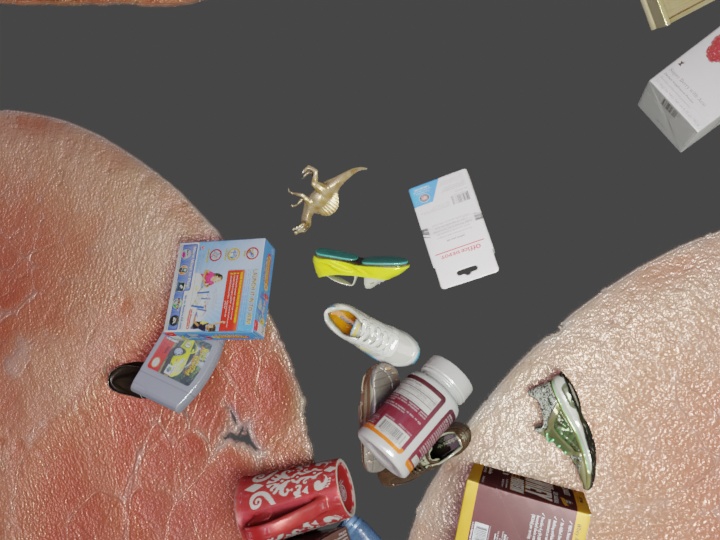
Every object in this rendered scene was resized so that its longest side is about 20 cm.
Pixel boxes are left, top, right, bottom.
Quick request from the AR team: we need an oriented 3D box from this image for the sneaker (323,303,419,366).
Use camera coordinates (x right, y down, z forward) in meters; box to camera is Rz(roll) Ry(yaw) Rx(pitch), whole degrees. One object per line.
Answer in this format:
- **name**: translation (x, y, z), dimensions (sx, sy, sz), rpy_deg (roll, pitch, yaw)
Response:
- **sneaker**: translation (0.017, 0.126, 1.167), dimensions (0.199, 0.081, 0.077), rpy_deg (25, 90, 15)

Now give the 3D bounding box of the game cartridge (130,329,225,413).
- **game cartridge**: translation (-0.361, 0.180, 1.252), dimensions (0.133, 0.041, 0.201), rpy_deg (21, 67, 12)

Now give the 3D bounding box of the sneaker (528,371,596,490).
- **sneaker**: translation (0.353, 0.284, 1.076), dimensions (0.088, 0.077, 0.201), rpy_deg (-22, 74, 26)

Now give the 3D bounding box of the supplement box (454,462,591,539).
- **supplement box**: translation (0.266, 0.462, 1.042), dimensions (0.199, 0.133, 0.198), rpy_deg (11, 88, 16)

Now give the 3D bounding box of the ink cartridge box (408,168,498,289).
- **ink cartridge box**: translation (0.177, -0.073, 1.147), dimensions (0.115, 0.067, 0.201), rpy_deg (-18, 80, 13)

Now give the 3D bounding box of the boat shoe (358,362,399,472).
- **boat shoe**: translation (0.032, 0.276, 1.158), dimensions (0.075, 0.072, 0.201), rpy_deg (13, 79, -26)

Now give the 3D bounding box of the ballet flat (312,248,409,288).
- **ballet flat**: translation (0.000, 0.000, 1.199), dimensions (0.199, 0.067, 0.067), rpy_deg (7, 108, 18)

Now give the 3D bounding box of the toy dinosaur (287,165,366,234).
- **toy dinosaur**: translation (-0.079, -0.164, 1.242), dimensions (0.101, 0.058, 0.200), rpy_deg (45, 105, -1)

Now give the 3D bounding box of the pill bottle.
- **pill bottle**: translation (0.100, 0.253, 1.086), dimensions (0.114, 0.114, 0.200), rpy_deg (41, 70, 15)

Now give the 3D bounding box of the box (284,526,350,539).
- **box**: translation (-0.114, 0.529, 1.118), dimensions (0.200, 0.100, 0.075), rpy_deg (-26, 76, 38)

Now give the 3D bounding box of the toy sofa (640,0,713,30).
- **toy sofa**: translation (0.596, -0.509, 1.074), dimensions (0.199, 0.098, 0.083), rpy_deg (-26, 104, 11)

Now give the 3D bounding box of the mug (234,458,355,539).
- **mug**: translation (-0.118, 0.444, 1.138), dimensions (0.199, 0.178, 0.134), rpy_deg (-17, 118, 9)

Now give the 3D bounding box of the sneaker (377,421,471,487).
- **sneaker**: translation (0.110, 0.338, 1.125), dimensions (0.200, 0.076, 0.071), rpy_deg (-34, 78, 10)

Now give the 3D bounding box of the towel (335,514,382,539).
- **towel**: translation (0.022, 0.560, 1.144), dimensions (0.200, 0.049, 0.112), rpy_deg (43, 98, 16)

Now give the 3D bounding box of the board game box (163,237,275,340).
- **board game box**: translation (-0.283, 0.039, 1.241), dimensions (0.195, 0.056, 0.201), rpy_deg (-2, 67, 15)

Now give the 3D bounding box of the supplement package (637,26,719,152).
- **supplement package**: translation (0.596, -0.320, 1.027), dimensions (0.200, 0.120, 0.121), rpy_deg (-38, 76, 9)

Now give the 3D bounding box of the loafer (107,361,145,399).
- **loafer**: translation (-0.453, 0.234, 1.291), dimensions (0.199, 0.071, 0.073), rpy_deg (2, 85, 15)
